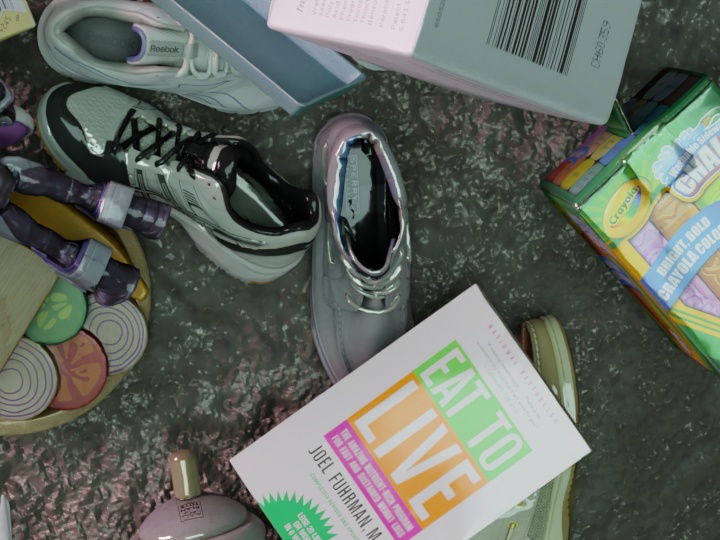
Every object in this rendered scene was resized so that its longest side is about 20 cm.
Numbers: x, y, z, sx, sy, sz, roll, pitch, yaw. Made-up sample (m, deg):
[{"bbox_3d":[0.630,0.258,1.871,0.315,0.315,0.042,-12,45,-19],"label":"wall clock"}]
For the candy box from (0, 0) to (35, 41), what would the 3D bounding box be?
[{"bbox_3d":[-0.311,-0.131,1.173,0.199,0.115,0.056,-27,101,-32],"label":"candy box"}]

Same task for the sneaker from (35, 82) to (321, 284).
[{"bbox_3d":[-0.111,-0.071,1.245,0.199,0.088,0.076,30,59,-16],"label":"sneaker"}]

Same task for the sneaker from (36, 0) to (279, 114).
[{"bbox_3d":[-0.111,-0.139,1.246,0.198,0.087,0.075,2,97,-6],"label":"sneaker"}]

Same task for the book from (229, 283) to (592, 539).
[{"bbox_3d":[0.033,0.120,1.262,0.199,0.048,0.134,-36,86,5],"label":"book"}]

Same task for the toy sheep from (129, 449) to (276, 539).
[{"bbox_3d":[-0.103,0.216,1.279,0.137,0.138,0.202,-15,100,-2],"label":"toy sheep"}]

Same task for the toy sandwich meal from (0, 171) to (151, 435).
[{"bbox_3d":[-0.229,0.023,1.250,0.203,0.070,0.207,-5,108,-14],"label":"toy sandwich meal"}]

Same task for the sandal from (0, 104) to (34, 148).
[{"bbox_3d":[-0.305,-0.072,1.243,0.200,0.082,0.050,-6,80,8],"label":"sandal"}]

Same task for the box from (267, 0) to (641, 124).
[{"bbox_3d":[0.073,-0.212,1.175,0.198,0.130,0.202,12,94,-47],"label":"box"}]

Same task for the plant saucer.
[{"bbox_3d":[-0.089,-0.165,1.215,0.200,0.070,0.019,40,129,19],"label":"plant saucer"}]

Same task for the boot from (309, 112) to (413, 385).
[{"bbox_3d":[0.000,0.000,1.272,0.073,0.096,0.202,-8,100,-3],"label":"boot"}]

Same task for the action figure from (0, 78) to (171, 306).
[{"bbox_3d":[-0.217,-0.047,1.160,0.199,0.069,0.131,28,85,-28],"label":"action figure"}]

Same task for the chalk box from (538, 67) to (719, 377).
[{"bbox_3d":[0.205,-0.050,1.270,0.124,0.125,0.200,-43,99,2],"label":"chalk box"}]

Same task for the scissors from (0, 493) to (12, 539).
[{"bbox_3d":[-0.251,0.257,1.332,0.072,0.014,0.202,-14,101,-1],"label":"scissors"}]

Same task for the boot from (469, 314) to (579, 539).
[{"bbox_3d":[0.067,0.128,1.314,0.153,0.072,0.202,3,99,-3],"label":"boot"}]
